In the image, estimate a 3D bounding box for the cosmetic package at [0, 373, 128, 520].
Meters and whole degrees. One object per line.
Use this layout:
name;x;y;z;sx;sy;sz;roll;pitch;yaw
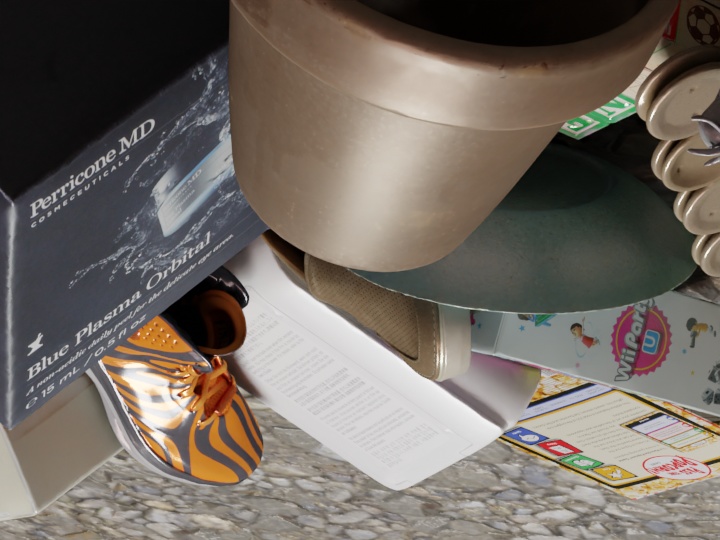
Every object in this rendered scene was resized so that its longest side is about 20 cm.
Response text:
cosmetic package;-0.187;0.071;1.697;0.103;0.200;0.087;-11;105;35

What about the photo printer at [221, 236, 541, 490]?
photo printer;-0.012;0.041;1.678;0.200;0.070;0.166;35;151;-11

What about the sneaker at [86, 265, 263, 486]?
sneaker;-0.098;0.059;1.630;0.112;0.078;0.200;-4;140;42

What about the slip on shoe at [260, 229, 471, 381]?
slip on shoe;0.000;0.000;1.504;0.060;0.200;0.076;-11;124;-19

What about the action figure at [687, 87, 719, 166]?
action figure;0.238;-0.088;1.253;0.200;0.069;0.130;-19;139;-4

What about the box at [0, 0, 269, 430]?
box;-0.131;-0.063;1.316;0.117;0.197;0.200;41;151;19

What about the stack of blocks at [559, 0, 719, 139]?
stack of blocks;0.073;-0.112;1.361;0.115;0.059;0.200;22;153;-26

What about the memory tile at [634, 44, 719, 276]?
memory tile;0.212;-0.073;1.347;0.153;0.017;0.200;-30;150;1

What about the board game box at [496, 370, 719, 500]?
board game box;0.150;0.081;1.775;0.200;0.046;0.151;26;152;-30

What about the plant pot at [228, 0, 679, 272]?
plant pot;0.018;-0.095;1.192;0.200;0.200;0.175;14;134;-8

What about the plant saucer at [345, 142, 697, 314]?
plant saucer;0.077;-0.033;1.454;0.201;0.201;0.039;6;113;9

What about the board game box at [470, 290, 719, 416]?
board game box;0.126;0.031;1.565;0.200;0.064;0.147;16;178;-28
